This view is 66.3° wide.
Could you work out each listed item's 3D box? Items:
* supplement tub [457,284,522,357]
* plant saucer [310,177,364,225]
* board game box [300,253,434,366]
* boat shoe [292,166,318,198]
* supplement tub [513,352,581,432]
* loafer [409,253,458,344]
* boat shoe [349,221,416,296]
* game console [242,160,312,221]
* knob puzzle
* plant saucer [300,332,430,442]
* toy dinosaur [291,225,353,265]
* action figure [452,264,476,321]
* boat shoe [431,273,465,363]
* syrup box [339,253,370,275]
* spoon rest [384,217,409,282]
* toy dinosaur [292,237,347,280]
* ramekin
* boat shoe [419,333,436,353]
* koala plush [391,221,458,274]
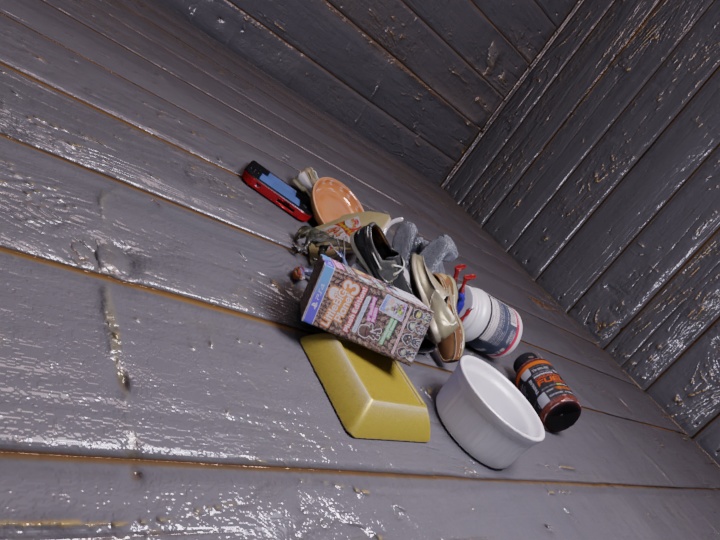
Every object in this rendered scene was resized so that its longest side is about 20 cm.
[{"bbox_3d":[0.311,0.131,1.430,0.198,0.141,0.141,27,20,-30],"label":"supplement tub"},{"bbox_3d":[-0.060,-0.150,1.453,0.199,0.037,0.203,32,42,-33],"label":"plant saucer"},{"bbox_3d":[0.004,0.062,0.944,0.197,0.099,0.159,24,4,-9],"label":"board game box"},{"bbox_3d":[-0.105,-0.211,1.537,0.200,0.068,0.075,45,1,14],"label":"boat shoe"},{"bbox_3d":[0.456,0.295,1.379,0.106,0.108,0.201,28,20,-27],"label":"supplement tub"},{"bbox_3d":[0.151,0.054,1.158,0.076,0.067,0.204,85,-9,-65],"label":"loafer"},{"bbox_3d":[0.058,-0.005,1.119,0.202,0.067,0.072,55,37,-8],"label":"boat shoe"},{"bbox_3d":[-0.207,-0.208,1.415,0.198,0.031,0.178,35,18,-14],"label":"game console"},{"bbox_3d":[-0.022,-0.079,1.260,0.221,0.215,0.031,-104,174,-62],"label":"knob puzzle"},{"bbox_3d":[0.020,0.178,0.895,0.198,0.049,0.201,21,24,-44],"label":"plant saucer"},{"bbox_3d":[-0.089,-0.053,1.174,0.197,0.048,0.088,21,49,35],"label":"toy dinosaur"},{"bbox_3d":[0.225,0.087,1.302,0.051,0.203,0.066,-9,38,-31],"label":"action figure"},{"bbox_3d":[0.177,0.100,1.215,0.073,0.075,0.204,23,54,-46],"label":"boat shoe"},{"bbox_3d":[0.000,0.000,1.232,0.078,0.082,0.201,38,17,-10],"label":"syrup box"},{"bbox_3d":[0.079,-0.024,1.331,0.059,0.205,0.099,-2,-6,-14],"label":"spoon rest"},{"bbox_3d":[-0.046,0.048,1.086,0.178,0.204,0.105,11,35,18],"label":"toy dinosaur"},{"bbox_3d":[0.234,0.265,1.024,0.199,0.098,0.201,34,19,-13],"label":"ramekin"},{"bbox_3d":[0.101,0.132,1.129,0.063,0.073,0.199,48,14,30],"label":"boat shoe"},{"bbox_3d":[0.165,0.006,1.461,0.175,0.186,0.200,25,-9,33],"label":"koala plush"}]
